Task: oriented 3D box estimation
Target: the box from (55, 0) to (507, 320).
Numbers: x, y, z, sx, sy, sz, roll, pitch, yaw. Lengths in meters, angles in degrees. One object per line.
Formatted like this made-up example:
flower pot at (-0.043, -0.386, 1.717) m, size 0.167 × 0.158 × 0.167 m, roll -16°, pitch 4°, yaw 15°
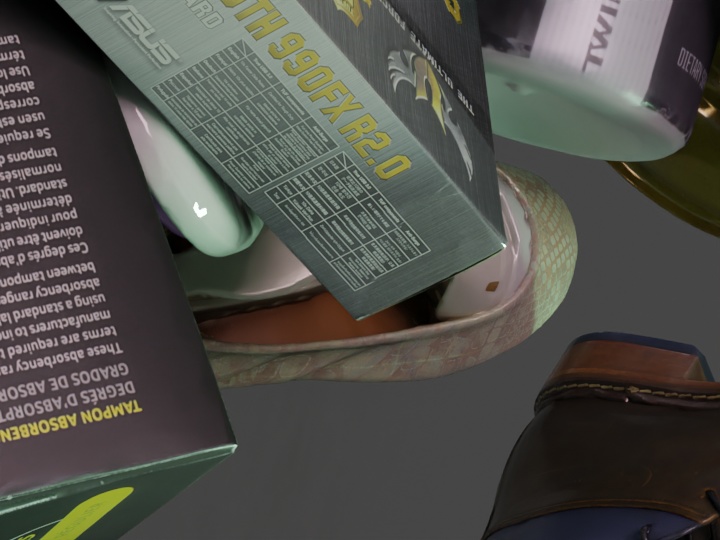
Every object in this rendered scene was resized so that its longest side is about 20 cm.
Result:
box at (-0.039, -0.108, 0.718) m, size 0.200 × 0.048 × 0.159 m, roll 47°, pitch 25°, yaw -36°

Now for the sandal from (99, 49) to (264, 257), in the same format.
sandal at (-0.064, -0.047, 0.783) m, size 0.083 × 0.050 × 0.203 m, roll 60°, pitch 6°, yaw -18°

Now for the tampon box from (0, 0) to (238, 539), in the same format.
tampon box at (-0.140, -0.013, 0.701) m, size 0.126 × 0.150 × 0.201 m, roll -11°, pitch 75°, yaw -33°

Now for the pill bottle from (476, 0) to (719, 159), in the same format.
pill bottle at (0.075, -0.144, 0.880) m, size 0.106 × 0.106 × 0.201 m, roll 20°, pitch 82°, yaw -24°

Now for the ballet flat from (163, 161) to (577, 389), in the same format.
ballet flat at (0.000, 0.000, 0.843) m, size 0.199 × 0.062 × 0.068 m, roll -14°, pitch 77°, yaw -37°

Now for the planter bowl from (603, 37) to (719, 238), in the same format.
planter bowl at (0.148, -0.113, 0.979) m, size 0.199 × 0.083 × 0.202 m, roll 14°, pitch 61°, yaw -27°

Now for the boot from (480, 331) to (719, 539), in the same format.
boot at (0.116, 0.076, 0.814) m, size 0.097 × 0.199 × 0.075 m, roll -52°, pitch 126°, yaw -30°
